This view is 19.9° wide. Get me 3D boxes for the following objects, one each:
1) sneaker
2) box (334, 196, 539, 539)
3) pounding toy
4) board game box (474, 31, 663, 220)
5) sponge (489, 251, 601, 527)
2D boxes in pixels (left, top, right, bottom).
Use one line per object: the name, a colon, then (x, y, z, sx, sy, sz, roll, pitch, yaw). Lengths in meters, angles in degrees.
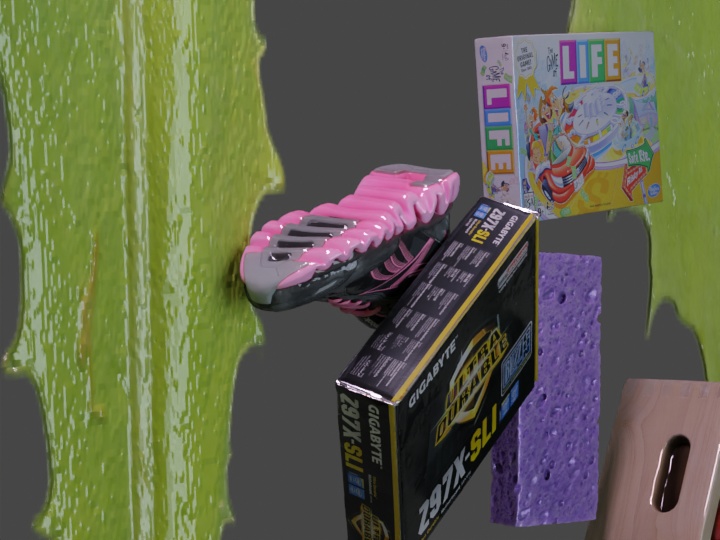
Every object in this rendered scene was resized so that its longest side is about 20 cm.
sneaker: (0.000, 0.000, 1.312, 0.200, 0.079, 0.096, -27, 122, -47)
box: (0.055, 0.074, 1.349, 0.200, 0.049, 0.160, -50, 151, -39)
pounding toy: (0.284, 0.163, 1.605, 0.184, 0.142, 0.201, 39, 61, -45)
board game box: (0.159, -0.110, 1.534, 0.200, 0.034, 0.135, -11, 98, -51)
sponge: (0.137, 0.086, 1.511, 0.111, 0.030, 0.201, 2, 89, -52)
